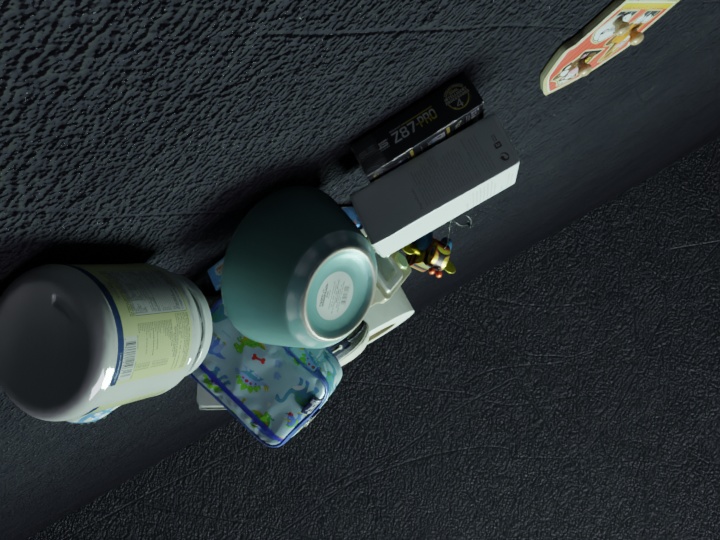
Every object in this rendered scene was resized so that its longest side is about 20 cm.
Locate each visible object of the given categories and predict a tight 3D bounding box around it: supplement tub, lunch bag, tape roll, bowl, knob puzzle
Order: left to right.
[{"bbox_3d":[-0.256,0.066,0.787,0.144,0.147,0.199,-33,170,18],"label":"supplement tub"},{"bbox_3d":[-0.136,0.130,1.035,0.161,0.200,0.082,-45,-179,28],"label":"lunch bag"},{"bbox_3d":[-0.055,0.010,0.905,0.199,0.205,0.104,-21,-149,-38],"label":"bowl"},{"bbox_3d":[-0.004,0.077,1.597,0.200,0.141,0.203,-29,169,-6],"label":"tape roll"},{"bbox_3d":[0.327,-0.297,1.037,0.217,0.031,0.220,-30,171,-5],"label":"knob puzzle"}]

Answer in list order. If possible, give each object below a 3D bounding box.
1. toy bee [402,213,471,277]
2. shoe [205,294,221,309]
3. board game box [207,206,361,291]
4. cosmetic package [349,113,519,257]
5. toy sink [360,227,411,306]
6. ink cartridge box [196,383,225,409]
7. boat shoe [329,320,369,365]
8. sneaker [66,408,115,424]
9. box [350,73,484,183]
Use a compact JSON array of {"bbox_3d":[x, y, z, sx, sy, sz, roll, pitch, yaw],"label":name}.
[{"bbox_3d":[0.143,-0.034,1.570,0.128,0.110,0.201,15,155,0],"label":"toy bee"},{"bbox_3d":[-0.217,0.059,1.174,0.070,0.053,0.200,-55,169,10],"label":"shoe"},{"bbox_3d":[-0.099,-0.034,1.073,0.150,0.037,0.199,-35,168,27],"label":"board game box"},{"bbox_3d":[0.091,-0.100,0.928,0.197,0.075,0.102,-28,169,3],"label":"cosmetic package"},{"bbox_3d":[0.000,0.000,1.208,0.199,0.113,0.130,-35,-174,30],"label":"toy sink"},{"bbox_3d":[-0.219,0.169,1.355,0.082,0.148,0.200,-2,173,7],"label":"ink cartridge box"},{"bbox_3d":[-0.052,0.116,1.327,0.074,0.094,0.200,15,-143,30],"label":"boat shoe"},{"bbox_3d":[-0.397,0.186,1.240,0.197,0.072,0.073,-23,135,-6],"label":"sneaker"},{"bbox_3d":[0.079,-0.155,0.965,0.160,0.050,0.200,-33,170,5],"label":"box"}]
